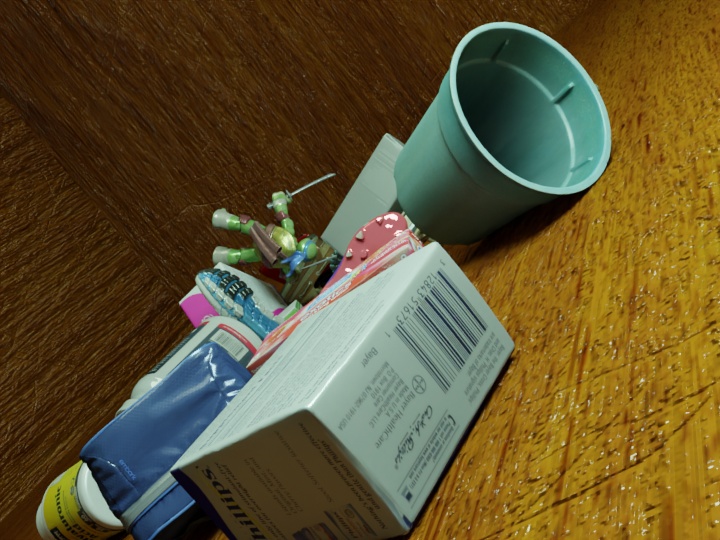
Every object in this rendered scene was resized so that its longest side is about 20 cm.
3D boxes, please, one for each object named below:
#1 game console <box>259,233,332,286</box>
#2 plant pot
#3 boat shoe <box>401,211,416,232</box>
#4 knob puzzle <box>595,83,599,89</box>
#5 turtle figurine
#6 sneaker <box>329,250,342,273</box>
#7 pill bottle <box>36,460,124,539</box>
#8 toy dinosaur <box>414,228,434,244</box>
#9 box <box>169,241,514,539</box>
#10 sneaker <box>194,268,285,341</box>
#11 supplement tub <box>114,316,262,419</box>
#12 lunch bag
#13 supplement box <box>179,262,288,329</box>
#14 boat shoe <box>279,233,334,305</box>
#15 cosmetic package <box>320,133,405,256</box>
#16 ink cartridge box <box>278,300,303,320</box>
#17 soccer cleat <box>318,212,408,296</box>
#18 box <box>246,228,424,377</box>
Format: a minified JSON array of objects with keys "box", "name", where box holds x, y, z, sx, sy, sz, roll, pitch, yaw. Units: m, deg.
[{"box":[-0.085,-0.038,1.709,0.199,0.119,0.173,-32,12,46],"name":"game console"},{"box":[0.141,-0.135,0.922,0.200,0.200,0.196,-45,1,-32],"name":"plant pot"},{"box":[0.048,-0.041,1.282,0.200,0.063,0.071,-44,10,-12],"name":"boat shoe"},{"box":[0.266,-0.209,1.272,0.219,0.031,0.220,-41,8,7],"name":"knob puzzle"},{"box":[-0.144,-0.054,1.394,0.190,0.145,0.202,6,47,17],"name":"turtle figurine"},{"box":[0.025,-0.070,1.514,0.199,0.078,0.086,-38,4,21],"name":"sneaker"},{"box":[-0.375,0.323,1.138,0.199,0.112,0.111,-35,9,41],"name":"pill bottle"},{"box":[0.118,-0.077,1.158,0.199,0.058,0.101,-42,6,-6],"name":"toy dinosaur"},{"box":[-0.014,0.103,0.605,0.199,0.105,0.184,-32,12,47],"name":"box"},{"box":[-0.172,0.083,1.193,0.087,0.200,0.075,-46,4,26],"name":"sneaker"},{"box":[-0.221,0.171,1.110,0.140,0.141,0.200,-32,11,46],"name":"supplement tub"},{"box":[-0.159,0.178,0.819,0.199,0.133,0.136,-40,-11,-8],"name":"lunch bag"},{"box":[-0.198,0.074,1.379,0.103,0.102,0.200,-42,-23,6],"name":"supplement box"},{"box":[-0.108,0.032,1.557,0.076,0.073,0.203,-73,8,-72],"name":"boat shoe"},{"box":[0.034,-0.107,1.339,0.201,0.090,0.106,-53,-22,10],"name":"cosmetic package"},{"box":[-0.159,0.137,1.297,0.199,0.060,0.104,-41,6,0],"name":"ink cartridge box"},{"box":[0.000,0.000,1.196,0.201,0.066,0.076,-55,-9,3],"name":"soccer cleat"},{"box":[-0.004,0.061,0.805,0.199,0.096,0.100,-37,7,11],"name":"box"}]
